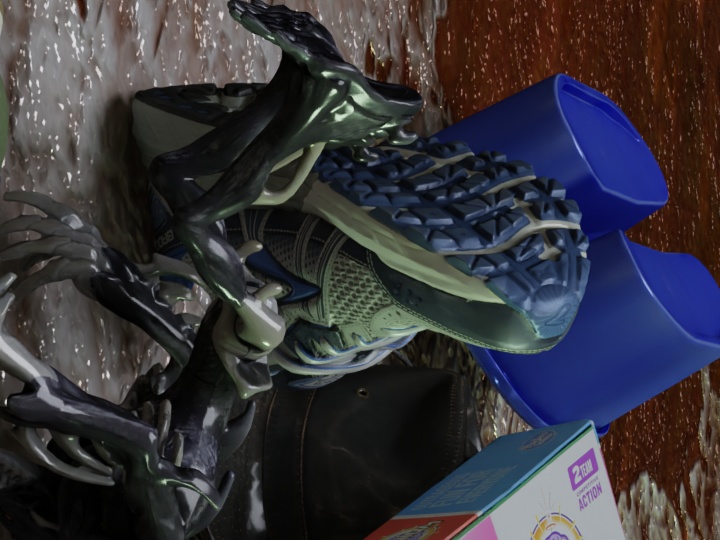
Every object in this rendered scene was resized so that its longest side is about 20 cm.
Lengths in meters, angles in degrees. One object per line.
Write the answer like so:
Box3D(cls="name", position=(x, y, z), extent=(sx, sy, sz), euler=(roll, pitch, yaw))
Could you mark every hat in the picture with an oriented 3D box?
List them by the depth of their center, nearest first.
Box3D(cls="hat", position=(0.009, 0.087, 1.082), extent=(0.201, 0.081, 0.201), euler=(-4, 90, -71))

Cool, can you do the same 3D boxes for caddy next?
Box3D(cls="caddy", position=(0.080, 0.000, 1.283), extent=(0.142, 0.105, 0.200), euler=(66, 16, 13))

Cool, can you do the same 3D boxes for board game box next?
Box3D(cls="board game box", position=(0.062, 0.169, 1.010), extent=(0.153, 0.040, 0.200), euler=(-29, 105, -60))

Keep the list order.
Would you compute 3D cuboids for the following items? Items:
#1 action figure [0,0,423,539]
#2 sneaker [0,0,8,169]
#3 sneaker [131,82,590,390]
Box3D(cls="action figure", position=(-0.067, 0.015, 0.854), extent=(0.200, 0.102, 0.119), euler=(-61, -168, 9))
Box3D(cls="sneaker", position=(-0.134, -0.044, 0.715), extent=(0.200, 0.067, 0.090), euler=(38, 45, -69))
Box3D(cls="sneaker", position=(0.000, 0.000, 0.947), extent=(0.077, 0.200, 0.085), euler=(-9, 111, -35))
